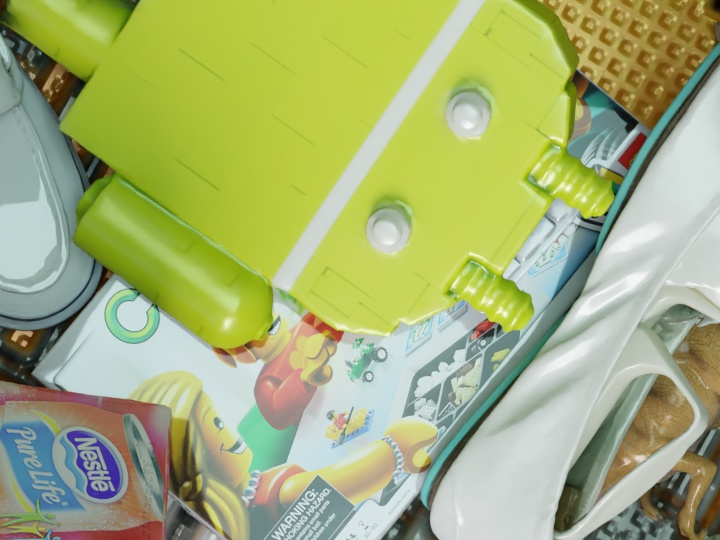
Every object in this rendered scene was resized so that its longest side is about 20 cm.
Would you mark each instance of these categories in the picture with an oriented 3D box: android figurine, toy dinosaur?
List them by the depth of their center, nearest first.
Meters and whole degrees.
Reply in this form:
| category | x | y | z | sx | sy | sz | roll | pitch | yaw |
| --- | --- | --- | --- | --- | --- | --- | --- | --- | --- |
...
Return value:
| category | x | y | z | sx | sy | sz | roll | pitch | yaw |
| --- | --- | --- | --- | --- | --- | --- | --- | --- | --- |
| android figurine | -0.013 | -0.060 | 0.926 | 0.200 | 0.041 | 0.182 | 37 | 103 | 2 |
| toy dinosaur | 0.124 | 0.025 | 0.985 | 0.106 | 0.060 | 0.201 | 31 | 85 | -5 |

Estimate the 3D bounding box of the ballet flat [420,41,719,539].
| category | x | y | z | sx | sy | sz | roll | pitch | yaw |
| --- | --- | --- | --- | --- | --- | --- | --- | --- | --- |
| ballet flat | 0.098 | 0.019 | 0.942 | 0.069 | 0.069 | 0.201 | 33 | 96 | -6 |

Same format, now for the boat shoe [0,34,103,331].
| category | x | y | z | sx | sy | sz | roll | pitch | yaw |
| --- | --- | --- | --- | --- | --- | --- | --- | --- | --- |
| boat shoe | -0.154 | -0.066 | 0.946 | 0.073 | 0.067 | 0.200 | -36 | 94 | -6 |

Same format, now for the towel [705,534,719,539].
| category | x | y | z | sx | sy | sz | roll | pitch | yaw |
| --- | --- | --- | --- | --- | --- | --- | --- | --- | --- |
| towel | 0.172 | 0.191 | 0.962 | 0.200 | 0.149 | 0.036 | 43 | 129 | -6 |

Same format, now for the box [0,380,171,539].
| category | x | y | z | sx | sy | sz | roll | pitch | yaw |
| --- | --- | --- | --- | --- | --- | --- | --- | --- | --- |
| box | -0.119 | 0.143 | 0.887 | 0.094 | 0.103 | 0.201 | 8 | 120 | -7 |

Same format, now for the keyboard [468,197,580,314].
| category | x | y | z | sx | sy | sz | roll | pitch | yaw |
| --- | --- | --- | --- | --- | --- | --- | --- | --- | --- |
| keyboard | -0.013 | -0.073 | 0.960 | 0.200 | 0.011 | 0.056 | 43 | 85 | 5 |

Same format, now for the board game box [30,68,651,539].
| category | x | y | z | sx | sy | sz | roll | pitch | yaw |
| --- | --- | --- | --- | --- | --- | --- | --- | --- | --- |
| board game box | 0.000 | 0.000 | 0.976 | 0.126 | 0.035 | 0.200 | 39 | 85 | 1 |
